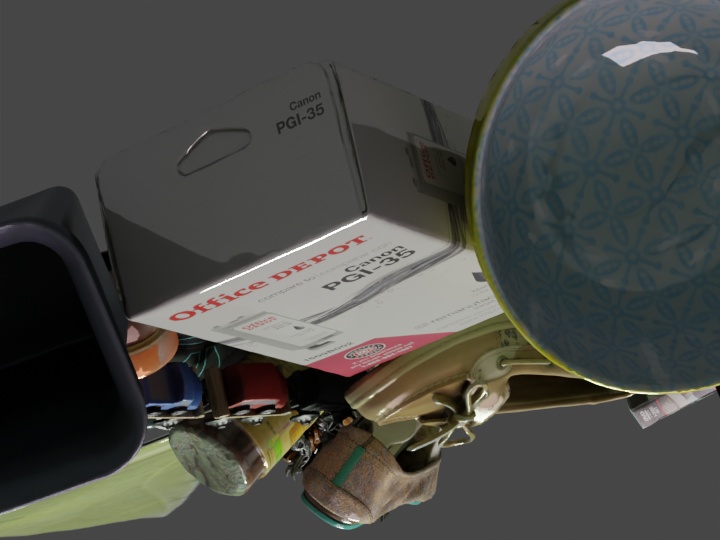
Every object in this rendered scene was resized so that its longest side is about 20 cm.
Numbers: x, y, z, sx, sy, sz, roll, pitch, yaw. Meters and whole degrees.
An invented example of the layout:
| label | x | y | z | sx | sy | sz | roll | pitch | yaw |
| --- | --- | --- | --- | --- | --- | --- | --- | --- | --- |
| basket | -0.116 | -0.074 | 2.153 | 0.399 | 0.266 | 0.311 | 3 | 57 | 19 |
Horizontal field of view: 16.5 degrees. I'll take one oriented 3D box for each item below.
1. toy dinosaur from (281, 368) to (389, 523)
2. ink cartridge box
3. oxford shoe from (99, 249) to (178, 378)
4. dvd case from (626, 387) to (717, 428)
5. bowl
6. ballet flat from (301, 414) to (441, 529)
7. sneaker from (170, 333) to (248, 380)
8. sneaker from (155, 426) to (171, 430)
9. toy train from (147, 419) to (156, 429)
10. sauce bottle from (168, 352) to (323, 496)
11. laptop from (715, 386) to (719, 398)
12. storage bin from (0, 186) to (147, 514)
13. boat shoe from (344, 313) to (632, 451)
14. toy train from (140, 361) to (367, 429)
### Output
| label | x | y | z | sx | sy | sz | roll | pitch | yaw |
| --- | --- | --- | --- | --- | --- | --- | --- | --- | --- |
| toy dinosaur | -0.015 | 0.084 | 1.606 | 0.199 | 0.102 | 0.136 | -21 | 129 | 6 |
| ink cartridge box | -0.012 | -0.020 | 1.218 | 0.146 | 0.083 | 0.200 | -23 | 159 | 27 |
| oxford shoe | -0.198 | 0.021 | 1.301 | 0.199 | 0.073 | 0.071 | -7 | -148 | 9 |
| dvd case | 0.243 | 0.004 | 1.525 | 0.200 | 0.146 | 0.022 | -29 | 123 | 13 |
| bowl | 0.135 | -0.050 | 1.191 | 0.199 | 0.201 | 0.108 | -17 | -166 | -8 |
| ballet flat | 0.019 | 0.107 | 1.492 | 0.067 | 0.068 | 0.200 | -60 | 174 | 11 |
| sneaker | -0.094 | 0.021 | 1.416 | 0.079 | 0.076 | 0.200 | -24 | 169 | 21 |
| sneaker | -0.061 | 0.039 | 1.639 | 0.200 | 0.075 | 0.089 | -21 | 161 | -25 |
| toy train | -0.165 | 0.060 | 1.510 | 0.114 | 0.086 | 0.200 | -9 | 176 | 22 |
| sauce bottle | -0.034 | 0.052 | 1.527 | 0.200 | 0.065 | 0.065 | -47 | -175 | -28 |
| laptop | 0.279 | -0.022 | 1.441 | 0.177 | 0.103 | 0.200 | -40 | -179 | 33 |
| storage bin | -0.203 | 0.030 | 1.148 | 0.199 | 0.146 | 0.134 | -19 | -163 | 7 |
| boat shoe | 0.080 | 0.058 | 1.378 | 0.200 | 0.063 | 0.073 | -15 | 166 | -37 |
| toy train | -0.066 | 0.070 | 1.418 | 0.200 | 0.034 | 0.046 | 2 | 162 | -45 |
